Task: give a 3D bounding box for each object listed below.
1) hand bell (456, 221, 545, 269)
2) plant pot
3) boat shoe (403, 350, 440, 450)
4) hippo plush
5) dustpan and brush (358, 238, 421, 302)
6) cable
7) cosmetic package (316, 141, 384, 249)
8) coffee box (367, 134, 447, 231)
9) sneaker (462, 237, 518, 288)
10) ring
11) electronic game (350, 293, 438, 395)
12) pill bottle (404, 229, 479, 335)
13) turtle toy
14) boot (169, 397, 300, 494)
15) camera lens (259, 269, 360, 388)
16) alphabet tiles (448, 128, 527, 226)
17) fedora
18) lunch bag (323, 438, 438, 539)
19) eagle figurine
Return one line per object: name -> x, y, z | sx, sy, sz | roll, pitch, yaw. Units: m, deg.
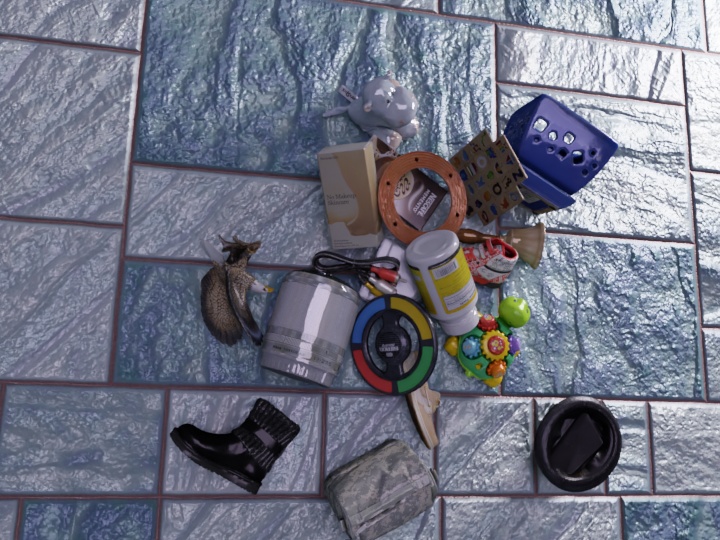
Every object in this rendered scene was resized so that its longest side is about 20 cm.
hand bell -> 0.292, -0.069, 1.445 | 0.198, 0.104, 0.105 | 9, 78, 3
plant pot -> 0.394, -0.235, 1.425 | 0.199, 0.200, 0.181 | 33, 87, -5
boat shoe -> 0.130, 0.259, 1.343 | 0.069, 0.074, 0.202 | -17, 83, -8
hippo plush -> 0.052, -0.364, 1.397 | 0.199, 0.161, 0.160 | 32, 75, -5
dustpan and brush -> 0.111, 0.035, 1.398 | 0.199, 0.057, 0.141 | 26, 87, 0
cable -> 0.000, 0.000, 1.333 | 0.198, 0.098, 0.050 | 20, 36, -4
cosmetic package -> -0.017, -0.149, 1.329 | 0.104, 0.071, 0.202 | -4, 111, 16
coffee box -> 0.069, -0.176, 1.408 | 0.199, 0.080, 0.113 | 36, 75, -3
sneaker -> 0.232, -0.033, 1.392 | 0.200, 0.108, 0.068 | 15, 45, -13
ring -> 0.126, -0.145, 1.358 | 0.198, 0.019, 0.203 | 1, 86, -19
electronic game -> 0.064, 0.147, 1.311 | 0.198, 0.041, 0.202 | 0, 89, 33
pill bottle -> 0.171, 0.029, 1.326 | 0.111, 0.111, 0.201 | -32, 119, -15
turtle toy -> 0.279, 0.141, 1.382 | 0.145, 0.101, 0.201 | 38, 75, -3
boot -> -0.235, 0.305, 1.254 | 0.210, 0.079, 0.159 | 35, 81, -15
camera lens -> -0.097, 0.110, 1.279 | 0.159, 0.160, 0.202 | 19, 77, -8
alphabet tiles -> 0.263, -0.193, 1.393 | 0.006, 0.200, 0.167 | -23, 82, -34
fedora -> 0.439, 0.358, 1.380 | 0.199, 0.092, 0.203 | 2, 79, -12
lunch bag -> 0.037, 0.421, 1.246 | 0.199, 0.168, 0.140 | -25, 85, -14
eagle figurine -> -0.238, 0.040, 1.260 | 0.149, 0.152, 0.202 | 10, 79, 10
